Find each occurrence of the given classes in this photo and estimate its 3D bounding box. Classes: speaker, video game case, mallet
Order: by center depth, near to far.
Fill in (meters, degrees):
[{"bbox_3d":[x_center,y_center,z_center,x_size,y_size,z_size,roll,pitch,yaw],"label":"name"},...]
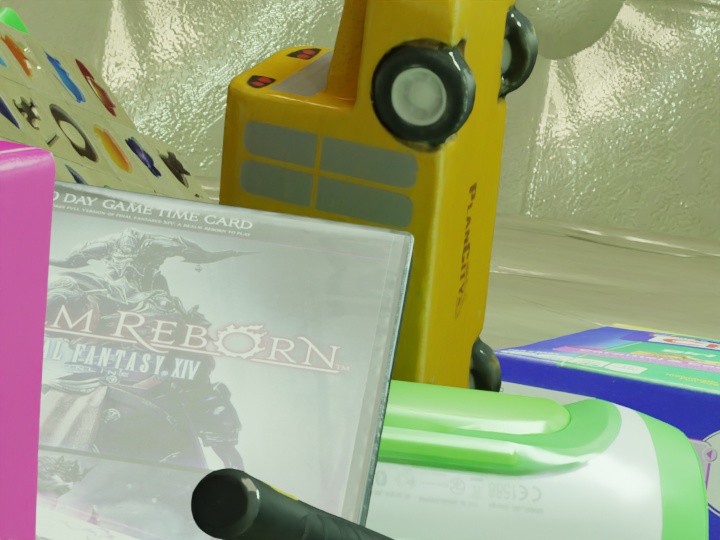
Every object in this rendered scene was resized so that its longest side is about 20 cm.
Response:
[{"bbox_3d":[0.022,0.080,0.719,0.200,0.041,0.066,27,-11,-41],"label":"mallet"},{"bbox_3d":[-0.068,0.046,0.749,0.143,0.019,0.200,8,39,2],"label":"video game case"},{"bbox_3d":[-0.010,0.068,0.828,0.200,0.088,0.088,7,5,-14],"label":"speaker"}]

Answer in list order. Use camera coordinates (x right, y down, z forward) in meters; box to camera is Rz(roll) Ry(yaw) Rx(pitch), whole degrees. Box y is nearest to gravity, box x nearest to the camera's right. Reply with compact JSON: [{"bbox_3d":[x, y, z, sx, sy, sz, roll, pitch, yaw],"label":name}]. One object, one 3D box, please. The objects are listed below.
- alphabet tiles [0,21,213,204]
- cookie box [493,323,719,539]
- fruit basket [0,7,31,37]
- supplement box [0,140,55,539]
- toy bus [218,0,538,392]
[{"bbox_3d":[-0.074,-0.016,1.006,0.166,0.006,0.200,54,10,15],"label":"alphabet tiles"},{"bbox_3d":[0.145,0.072,1.118,0.171,0.075,0.200,9,4,18],"label":"cookie box"},{"bbox_3d":[-0.191,0.003,1.016,0.216,0.156,0.216,-32,11,7],"label":"fruit basket"},{"bbox_3d":[-0.167,0.015,0.569,0.200,0.103,0.101,10,13,31],"label":"supplement box"},{"bbox_3d":[0.000,0.000,0.902,0.078,0.200,0.065,12,21,19],"label":"toy bus"}]
